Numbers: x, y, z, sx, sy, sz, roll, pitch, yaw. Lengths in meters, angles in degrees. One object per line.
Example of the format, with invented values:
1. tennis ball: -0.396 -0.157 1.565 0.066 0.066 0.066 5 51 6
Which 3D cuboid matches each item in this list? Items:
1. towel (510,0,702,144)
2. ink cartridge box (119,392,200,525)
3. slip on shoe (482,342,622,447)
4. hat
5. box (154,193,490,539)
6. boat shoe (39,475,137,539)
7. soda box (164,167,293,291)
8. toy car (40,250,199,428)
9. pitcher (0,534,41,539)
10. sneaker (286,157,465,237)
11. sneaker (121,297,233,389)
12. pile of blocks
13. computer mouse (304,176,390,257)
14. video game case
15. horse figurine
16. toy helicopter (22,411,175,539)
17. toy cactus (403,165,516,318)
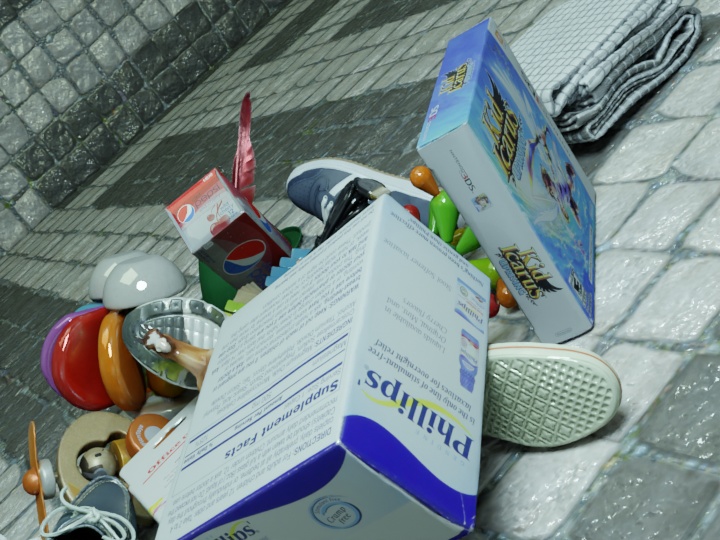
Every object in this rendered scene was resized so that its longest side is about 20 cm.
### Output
1. towel: 0.215 -0.193 1.042 0.200 0.086 0.165 -44 23 -19
2. ink cartridge box: -0.112 0.170 0.858 0.115 0.068 0.199 -43 22 -16
3. slip on shoe: 0.092 0.075 0.717 0.061 0.075 0.198 -38 15 -37
4. hat: -0.180 -0.065 1.298 0.164 0.177 0.201 -18 28 42
5. box: -0.019 0.089 0.678 0.183 0.104 0.202 -36 28 37
6. boat shoe: -0.215 0.219 0.824 0.201 0.073 0.063 -75 -1 -64
7. soda box: -0.120 -0.025 1.108 0.070 0.200 0.064 -37 64 2
8. toy car: -0.240 0.081 1.061 0.148 0.178 0.199 -17 11 -21
9. pitcher: -0.369 0.309 0.961 0.169 0.123 0.200 -16 15 13
10. sneaker: -0.006 -0.042 1.035 0.197 0.071 0.109 14 53 27
11. sneaker: -0.117 0.073 0.954 0.084 0.196 0.076 167 115 -72
12. pile of blocks: -0.081 0.020 1.069 0.200 0.082 0.062 -45 -21 -18
13. computer mouse: 0.000 0.000 0.895 0.142 0.046 0.200 -60 21 7
14. video game case: 0.119 -0.074 0.812 0.045 0.182 0.201 -26 24 26
15. horse figurine: -0.071 0.086 0.870 0.132 0.197 0.051 19 102 56
16. toy helicopter: -0.241 0.210 0.934 0.079 0.130 0.202 123 158 -44
17. toy cactus: 0.051 0.008 0.898 0.165 0.101 0.202 -45 34 25
